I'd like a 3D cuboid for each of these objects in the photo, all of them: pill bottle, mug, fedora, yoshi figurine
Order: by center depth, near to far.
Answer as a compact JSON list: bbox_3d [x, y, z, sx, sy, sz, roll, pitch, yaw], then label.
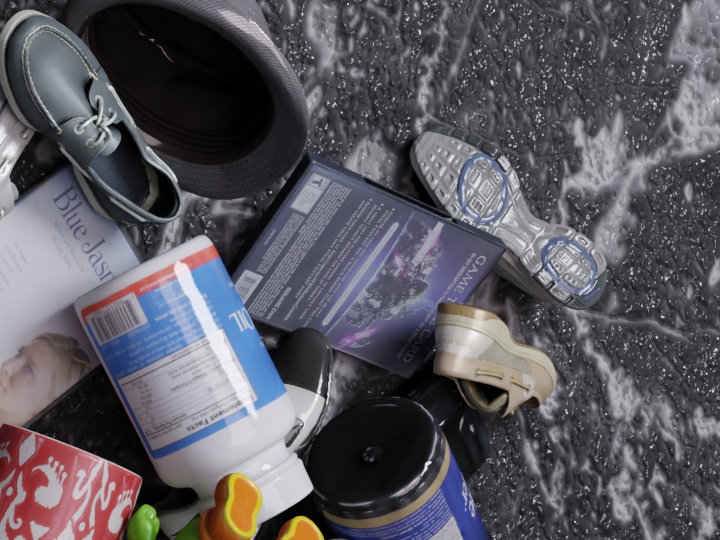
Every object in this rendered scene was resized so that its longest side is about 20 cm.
[{"bbox_3d":[-0.116,0.222,1.408,0.112,0.200,0.113,7,46,-49],"label":"yoshi figurine"},{"bbox_3d":[-0.240,0.222,1.423,0.133,0.178,0.201,20,80,1],"label":"mug"},{"bbox_3d":[-0.114,0.086,1.443,0.112,0.112,0.201,-28,93,-29],"label":"pill bottle"},{"bbox_3d":[-0.122,-0.155,1.461,0.199,0.177,0.091,34,44,-15],"label":"fedora"},{"bbox_3d":[0.038,0.202,1.557,0.112,0.112,0.201,-45,134,-23],"label":"pill bottle"}]

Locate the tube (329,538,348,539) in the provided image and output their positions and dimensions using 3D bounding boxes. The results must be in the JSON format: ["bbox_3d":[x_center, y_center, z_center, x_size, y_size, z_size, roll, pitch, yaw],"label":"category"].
[{"bbox_3d":[-0.015,0.284,1.545,0.058,0.052,0.201,-38,147,-31],"label":"tube"}]

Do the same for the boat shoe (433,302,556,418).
[{"bbox_3d":[0.105,0.085,1.630,0.200,0.072,0.065,42,59,-62],"label":"boat shoe"}]

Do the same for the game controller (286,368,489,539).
[{"bbox_3d":[0.026,0.169,1.643,0.200,0.042,0.105,-38,127,-26],"label":"game controller"}]

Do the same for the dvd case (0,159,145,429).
[{"bbox_3d":[-0.243,0.030,1.457,0.200,0.018,0.143,-40,113,-26],"label":"dvd case"}]

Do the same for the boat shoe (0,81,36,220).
[{"bbox_3d":[-0.272,-0.061,1.405,0.066,0.072,0.201,33,67,-26],"label":"boat shoe"}]

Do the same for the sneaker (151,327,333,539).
[{"bbox_3d":[-0.092,0.122,1.532,0.088,0.074,0.201,36,73,-32],"label":"sneaker"}]

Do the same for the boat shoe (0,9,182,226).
[{"bbox_3d":[-0.184,-0.103,1.406,0.073,0.062,0.200,-52,139,-22],"label":"boat shoe"}]

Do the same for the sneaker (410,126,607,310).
[{"bbox_3d":[0.111,-0.036,1.662,0.200,0.087,0.075,46,70,-8],"label":"sneaker"}]

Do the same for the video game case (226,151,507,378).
[{"bbox_3d":[0.000,0.000,1.575,0.199,0.019,0.143,22,115,-34],"label":"video game case"}]
